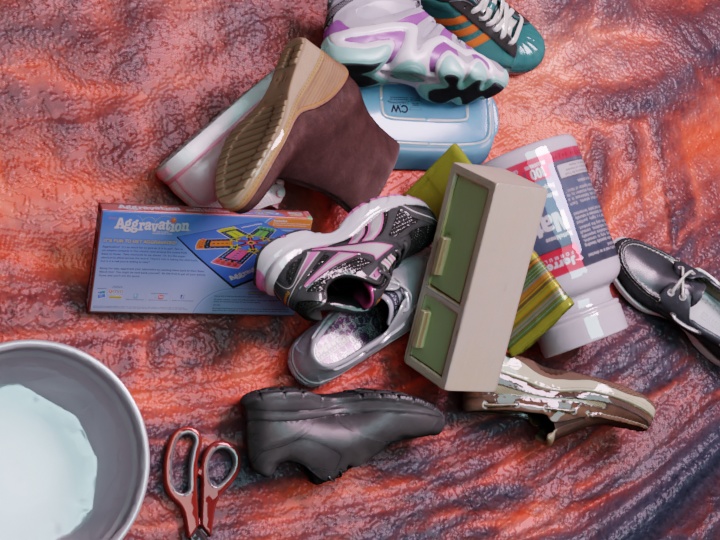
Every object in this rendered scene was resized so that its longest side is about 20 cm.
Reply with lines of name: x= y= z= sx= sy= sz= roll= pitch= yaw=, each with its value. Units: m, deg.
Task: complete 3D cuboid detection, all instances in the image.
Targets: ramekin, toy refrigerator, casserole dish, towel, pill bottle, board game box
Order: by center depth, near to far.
ramekin: x=-0.286 y=0.164 z=1.286 sx=0.198 sy=0.105 sz=0.202 roll=5 pitch=77 yaw=-22
board game box: x=-0.148 y=-0.009 z=1.396 sx=0.198 sy=0.019 sz=0.104 roll=2 pitch=116 yaw=-22
toy refrigerator: x=0.105 y=0.007 z=1.428 sx=0.069 sy=0.076 sz=0.202 roll=4 pitch=107 yaw=-33
towel: x=0.123 y=-0.021 z=1.482 sx=0.018 sy=0.086 sz=0.201 roll=-10 pitch=62 yaw=-55
pill bottle: x=0.191 y=-0.023 z=1.513 sx=0.119 sy=0.119 sz=0.202 roll=-19 pitch=86 yaw=-24
casserole dish: x=0.058 y=-0.165 z=1.536 sx=0.198 sy=0.039 sz=0.122 roll=0 pitch=77 yaw=-21

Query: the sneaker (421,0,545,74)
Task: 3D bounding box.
sneaker: x=0.114 y=-0.270 z=1.557 sx=0.199 sy=0.080 sz=0.072 roll=28 pitch=67 yaw=-15

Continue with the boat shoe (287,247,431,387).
boat shoe: x=0.015 y=0.037 z=1.455 sx=0.199 sy=0.068 sz=0.072 roll=-30 pitch=89 yaw=-28

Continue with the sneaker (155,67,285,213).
sneaker: x=-0.092 y=-0.119 z=1.446 sx=0.200 sy=0.075 sz=0.105 roll=-44 pitch=98 yaw=-21

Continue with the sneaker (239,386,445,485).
sneaker: x=-0.017 y=0.155 z=1.425 sx=0.198 sy=0.076 sz=0.092 roll=1 pitch=87 yaw=-15

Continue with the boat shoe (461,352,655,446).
boat shoe: x=0.193 y=0.139 z=1.509 sx=0.201 sy=0.075 sz=0.075 roll=15 pitch=75 yaw=-6

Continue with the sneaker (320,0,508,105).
sneaker: x=0.056 y=-0.246 z=1.492 sx=0.198 sy=0.078 sz=0.141 roll=8 pitch=70 yaw=-26

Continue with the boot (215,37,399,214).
boot: x=-0.040 y=-0.095 z=1.394 sx=0.166 sy=0.072 sz=0.201 roll=47 pitch=53 yaw=-35

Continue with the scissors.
scissors: x=-0.152 y=0.243 z=1.375 sx=0.073 sy=0.014 sz=0.202 roll=12 pitch=75 yaw=-22

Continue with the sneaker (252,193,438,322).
sneaker: x=0.000 y=0.000 z=1.405 sx=0.199 sy=0.081 sz=0.086 roll=-24 pitch=55 yaw=-32

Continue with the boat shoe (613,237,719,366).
boat shoe: x=0.346 y=0.027 z=1.598 sx=0.199 sy=0.060 sz=0.076 roll=33 pitch=68 yaw=-13
